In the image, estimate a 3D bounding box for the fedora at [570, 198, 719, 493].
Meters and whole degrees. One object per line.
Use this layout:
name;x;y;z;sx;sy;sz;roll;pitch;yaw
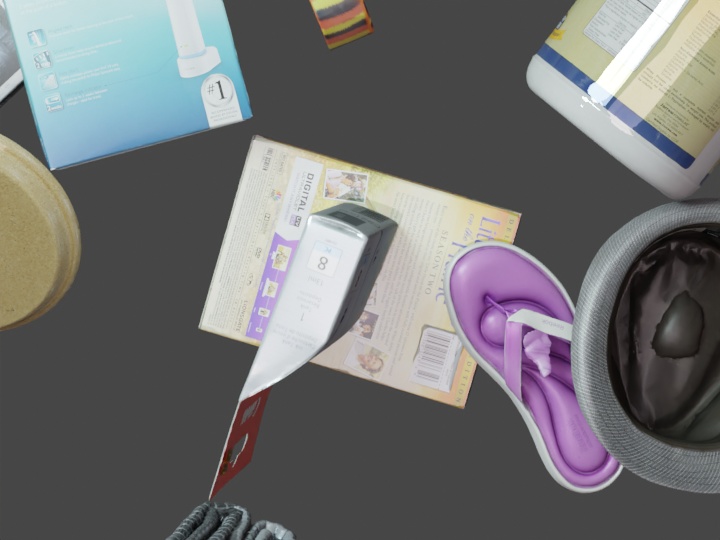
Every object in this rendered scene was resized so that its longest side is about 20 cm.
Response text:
fedora;0.223;0.052;1.599;0.176;0.090;0.201;6;84;-8

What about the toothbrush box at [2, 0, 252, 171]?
toothbrush box;-0.171;-0.182;1.606;0.146;0.085;0.201;-16;95;-8

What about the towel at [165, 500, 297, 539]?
towel;-0.116;0.255;1.601;0.085;0.200;0.166;23;96;3

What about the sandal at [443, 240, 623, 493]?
sandal;0.132;0.065;1.619;0.082;0.050;0.203;-36;105;-10

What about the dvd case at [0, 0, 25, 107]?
dvd case;-0.325;-0.157;1.667;0.200;0.025;0.150;-42;91;7

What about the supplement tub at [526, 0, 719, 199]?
supplement tub;0.222;-0.164;1.559;0.144;0.144;0.200;38;97;0

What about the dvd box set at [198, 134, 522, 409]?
dvd box set;0.000;0.000;1.650;0.199;0.029;0.147;16;96;4

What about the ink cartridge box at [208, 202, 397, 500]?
ink cartridge box;-0.037;0.056;1.563;0.047;0.160;0.201;20;97;5

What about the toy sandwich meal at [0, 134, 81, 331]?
toy sandwich meal;-0.288;-0.043;1.622;0.204;0.070;0.206;4;128;6

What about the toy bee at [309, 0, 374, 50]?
toy bee;-0.050;-0.245;1.590;0.131;0.109;0.200;-43;94;3
